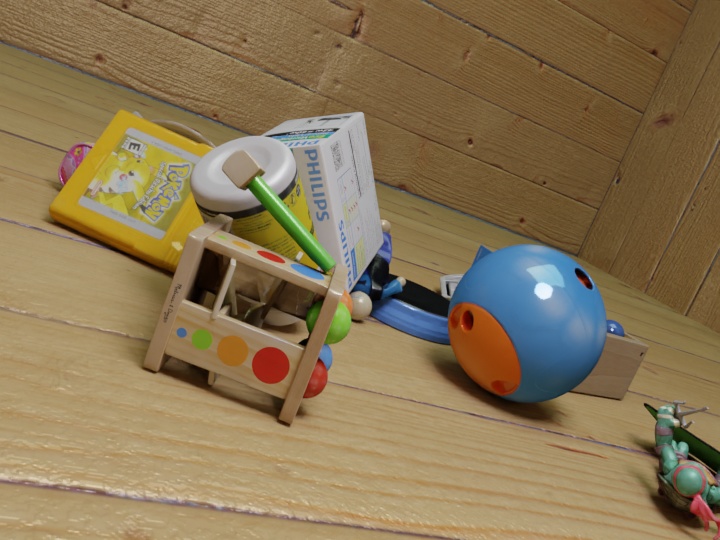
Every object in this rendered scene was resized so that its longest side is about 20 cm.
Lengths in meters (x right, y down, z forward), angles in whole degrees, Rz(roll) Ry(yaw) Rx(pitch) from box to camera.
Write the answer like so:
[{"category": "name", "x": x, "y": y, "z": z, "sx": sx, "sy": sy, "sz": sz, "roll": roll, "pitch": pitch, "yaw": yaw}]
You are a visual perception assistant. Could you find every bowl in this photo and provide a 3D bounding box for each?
[{"category": "bowl", "x": 0.076, "y": 0.052, "z": 1.162, "sx": 0.200, "sy": 0.040, "sz": 0.201, "roll": 22, "pitch": 11, "yaw": -5}]

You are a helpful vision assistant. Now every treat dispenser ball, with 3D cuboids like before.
[{"category": "treat dispenser ball", "x": 0.212, "y": 0.068, "z": 0.946, "sx": 0.200, "sy": 0.202, "sz": 0.201, "roll": 22, "pitch": 12, "yaw": -5}]

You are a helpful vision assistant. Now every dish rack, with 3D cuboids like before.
[{"category": "dish rack", "x": 0.234, "y": 0.045, "z": 1.372, "sx": 0.170, "sy": 0.044, "sz": 0.200, "roll": -1, "pitch": 10, "yaw": 5}]

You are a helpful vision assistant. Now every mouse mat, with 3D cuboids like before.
[{"category": "mouse mat", "x": 0.466, "y": 0.251, "z": 0.945, "sx": 0.161, "sy": 0.008, "sz": 0.200, "roll": 42, "pitch": -3, "yaw": -38}]

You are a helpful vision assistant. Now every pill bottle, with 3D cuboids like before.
[{"category": "pill bottle", "x": -0.106, "y": -0.037, "z": 0.816, "sx": 0.112, "sy": 0.201, "sz": 0.113, "roll": -7, "pitch": 43, "yaw": 7}]

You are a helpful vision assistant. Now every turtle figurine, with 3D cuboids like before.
[{"category": "turtle figurine", "x": 0.374, "y": 0.222, "z": 0.816, "sx": 0.150, "sy": 0.101, "sz": 0.200, "roll": 49, "pitch": 6, "yaw": 27}]

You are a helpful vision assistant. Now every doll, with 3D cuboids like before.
[{"category": "doll", "x": 0.000, "y": 0.000, "z": 1.087, "sx": 0.135, "sy": 0.049, "sz": 0.201, "roll": 5, "pitch": 41, "yaw": 1}]

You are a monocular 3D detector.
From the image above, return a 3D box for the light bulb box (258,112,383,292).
[{"category": "light bulb box", "x": -0.061, "y": -0.090, "z": 0.978, "sx": 0.124, "sy": 0.199, "sz": 0.200, "roll": -3, "pitch": 21, "yaw": 18}]

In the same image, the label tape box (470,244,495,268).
[{"category": "label tape box", "x": 0.228, "y": 0.060, "z": 1.148, "sx": 0.063, "sy": 0.145, "sz": 0.200, "roll": 17, "pitch": 13, "yaw": -22}]

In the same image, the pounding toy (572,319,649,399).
[{"category": "pounding toy", "x": 0.335, "y": 0.092, "z": 1.212, "sx": 0.183, "sy": 0.143, "sz": 0.200, "roll": 14, "pitch": 14, "yaw": -36}]

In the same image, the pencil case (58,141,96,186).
[{"category": "pencil case", "x": -0.371, "y": -0.153, "z": 1.124, "sx": 0.087, "sy": 0.088, "sz": 0.200, "roll": 24, "pitch": 10, "yaw": 7}]

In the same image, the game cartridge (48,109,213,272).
[{"category": "game cartridge", "x": -0.257, "y": -0.099, "z": 0.932, "sx": 0.199, "sy": 0.177, "sz": 0.032, "roll": 22, "pitch": -27, "yaw": 3}]

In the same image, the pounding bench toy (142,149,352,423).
[{"category": "pounding bench toy", "x": -0.077, "y": 0.008, "z": 0.671, "sx": 0.155, "sy": 0.201, "sz": 0.124, "roll": 21, "pitch": 11, "yaw": -2}]

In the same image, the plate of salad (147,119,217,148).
[{"category": "plate of salad", "x": -0.252, "y": -0.120, "z": 1.044, "sx": 0.199, "sy": 0.201, "sz": 0.048, "roll": 25, "pitch": 50, "yaw": 9}]

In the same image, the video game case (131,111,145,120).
[{"category": "video game case", "x": -0.276, "y": -0.153, "z": 1.196, "sx": 0.182, "sy": 0.022, "sz": 0.200, "roll": 43, "pitch": -5, "yaw": 38}]
